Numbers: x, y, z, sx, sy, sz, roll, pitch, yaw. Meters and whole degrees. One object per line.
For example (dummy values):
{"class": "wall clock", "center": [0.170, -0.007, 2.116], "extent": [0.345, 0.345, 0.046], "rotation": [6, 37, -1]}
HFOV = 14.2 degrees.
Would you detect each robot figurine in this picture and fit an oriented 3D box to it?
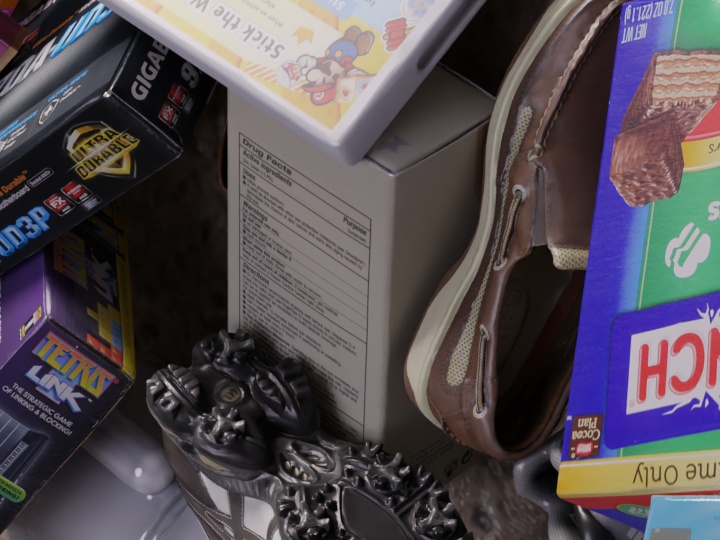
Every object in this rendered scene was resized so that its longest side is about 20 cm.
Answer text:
{"class": "robot figurine", "center": [-0.091, 0.118, 1.376], "extent": [0.200, 0.113, 0.170], "rotation": [32, 165, 35]}

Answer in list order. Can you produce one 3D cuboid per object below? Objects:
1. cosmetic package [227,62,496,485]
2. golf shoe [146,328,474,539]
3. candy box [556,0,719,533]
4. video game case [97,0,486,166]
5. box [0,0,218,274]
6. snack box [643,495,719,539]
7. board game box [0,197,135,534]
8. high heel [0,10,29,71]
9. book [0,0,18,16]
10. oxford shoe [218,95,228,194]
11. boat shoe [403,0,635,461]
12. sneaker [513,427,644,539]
{"class": "cosmetic package", "center": [0.000, 0.000, 1.243], "extent": [0.105, 0.071, 0.201], "rotation": [35, 140, 31]}
{"class": "golf shoe", "center": [-0.015, 0.113, 1.228], "extent": [0.200, 0.078, 0.095], "rotation": [47, 152, 35]}
{"class": "candy box", "center": [0.164, -0.007, 1.045], "extent": [0.169, 0.077, 0.201], "rotation": [-8, 68, 46]}
{"class": "video game case", "center": [-0.019, -0.160, 1.196], "extent": [0.200, 0.023, 0.182], "rotation": [35, 82, 32]}
{"class": "box", "center": [-0.124, -0.085, 1.316], "extent": [0.046, 0.159, 0.200], "rotation": [38, 140, -20]}
{"class": "snack box", "center": [0.205, 0.125, 1.030], "extent": [0.116, 0.200, 0.037], "rotation": [-5, 67, 46]}
{"class": "board game box", "center": [-0.179, 0.050, 1.359], "extent": [0.165, 0.057, 0.200], "rotation": [-49, 21, 15]}
{"class": "high heel", "center": [-0.159, -0.178, 1.331], "extent": [0.096, 0.067, 0.200], "rotation": [38, 112, -12]}
{"class": "book", "center": [-0.233, -0.143, 1.469], "extent": [0.200, 0.048, 0.134], "rotation": [-52, 56, 43]}
{"class": "oxford shoe", "center": [-0.015, -0.112, 1.257], "extent": [0.071, 0.071, 0.201], "rotation": [37, 125, 34]}
{"class": "boat shoe", "center": [0.086, -0.017, 1.156], "extent": [0.075, 0.074, 0.203], "rotation": [44, 120, 57]}
{"class": "sneaker", "center": [0.143, 0.103, 1.134], "extent": [0.200, 0.115, 0.075], "rotation": [13, 113, 42]}
